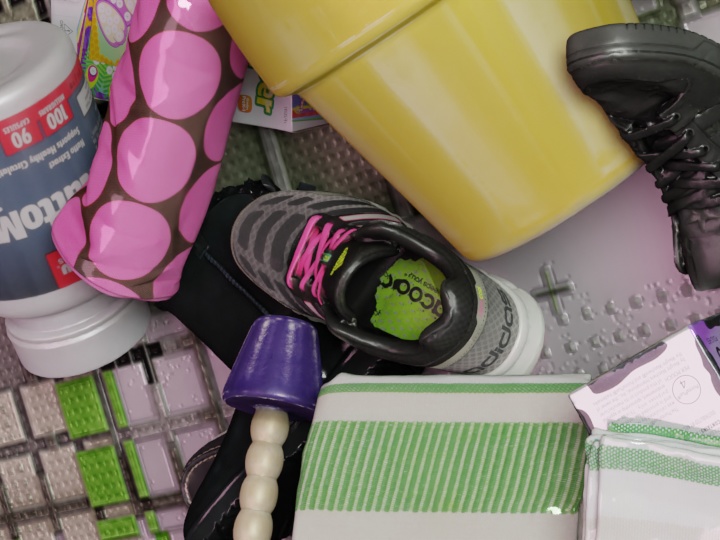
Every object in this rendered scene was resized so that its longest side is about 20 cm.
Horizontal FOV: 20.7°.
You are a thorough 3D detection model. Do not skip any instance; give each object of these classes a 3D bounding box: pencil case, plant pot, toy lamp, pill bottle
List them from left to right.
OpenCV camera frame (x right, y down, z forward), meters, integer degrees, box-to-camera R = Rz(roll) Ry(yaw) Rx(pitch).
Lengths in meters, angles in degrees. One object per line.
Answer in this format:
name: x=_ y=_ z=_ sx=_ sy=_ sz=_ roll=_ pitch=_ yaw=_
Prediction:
pill bottle: x=-0.202 y=-0.040 z=1.214 sx=0.119 sy=0.120 sz=0.201 roll=7 pitch=129 yaw=36
pencil case: x=-0.116 y=-0.087 z=1.111 sx=0.094 sy=0.091 sz=0.201 roll=32 pitch=112 yaw=31
toy lamp: x=-0.055 y=0.124 z=1.042 sx=0.058 sy=0.058 sz=0.201 roll=-6 pitch=68 yaw=38
plant pot: x=0.055 y=-0.116 z=0.986 sx=0.200 sy=0.201 sz=0.189 roll=-27 pitch=100 yaw=39

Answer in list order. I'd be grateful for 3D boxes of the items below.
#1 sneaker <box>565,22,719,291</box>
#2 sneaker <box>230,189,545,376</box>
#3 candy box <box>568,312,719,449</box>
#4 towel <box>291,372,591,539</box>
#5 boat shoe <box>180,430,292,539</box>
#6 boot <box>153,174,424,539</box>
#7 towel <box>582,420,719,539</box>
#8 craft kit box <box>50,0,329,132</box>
sneaker: x=0.169 y=-0.040 z=0.925 sx=0.060 sy=0.199 sz=0.105 roll=-9 pitch=70 yaw=45
sneaker: x=0.000 y=0.000 z=1.035 sx=0.199 sy=0.087 sz=0.074 roll=26 pitch=91 yaw=33
candy box: x=0.198 y=0.121 z=0.934 sx=0.071 sy=0.168 sz=0.201 roll=-33 pitch=81 yaw=21
towel: x=0.039 y=0.143 z=0.956 sx=0.152 sy=0.023 sz=0.201 roll=0 pitch=63 yaw=10
boat shoe: x=-0.043 y=0.131 z=1.196 sx=0.199 sy=0.060 sz=0.074 roll=-2 pitch=98 yaw=38
boot: x=-0.067 y=0.054 z=1.145 sx=0.198 sy=0.073 sz=0.162 roll=-50 pitch=58 yaw=9
towel: x=0.161 y=0.173 z=0.846 sx=0.148 sy=0.031 sz=0.201 roll=7 pitch=97 yaw=24
craft kit box: x=-0.104 y=-0.194 z=1.174 sx=0.197 sy=0.048 sz=0.201 roll=10 pitch=108 yaw=33
